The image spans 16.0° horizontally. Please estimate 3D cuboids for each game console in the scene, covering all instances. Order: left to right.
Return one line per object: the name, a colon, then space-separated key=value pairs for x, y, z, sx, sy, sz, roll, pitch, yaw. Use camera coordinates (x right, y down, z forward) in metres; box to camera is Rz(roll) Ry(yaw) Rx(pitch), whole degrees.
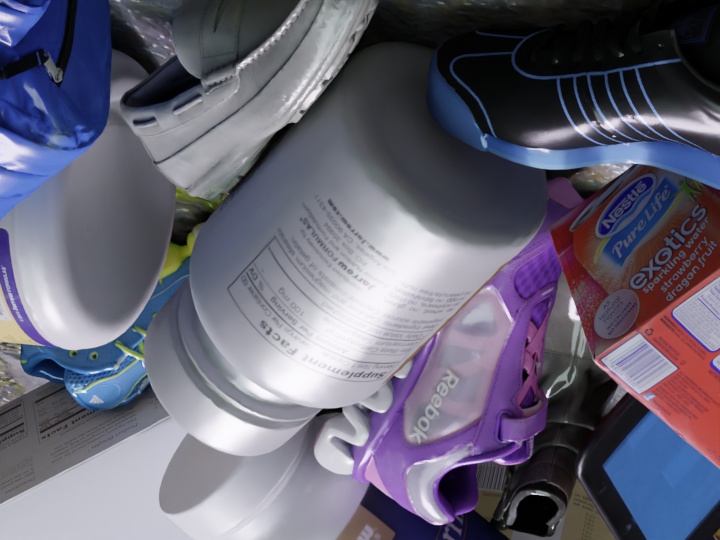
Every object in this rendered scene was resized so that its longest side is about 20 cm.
game console: x=0.223 y=0.094 z=1.341 sx=0.171 sy=0.119 sz=0.200 roll=5 pitch=156 yaw=22

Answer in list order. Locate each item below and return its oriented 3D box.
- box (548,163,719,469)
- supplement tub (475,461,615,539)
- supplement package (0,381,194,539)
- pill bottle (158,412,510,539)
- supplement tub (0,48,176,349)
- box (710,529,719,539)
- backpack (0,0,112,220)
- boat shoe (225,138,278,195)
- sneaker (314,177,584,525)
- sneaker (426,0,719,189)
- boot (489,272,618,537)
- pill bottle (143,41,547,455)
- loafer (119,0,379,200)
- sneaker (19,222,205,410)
box: x=0.189 y=0.032 z=1.172 sx=0.100 sy=0.096 sz=0.200 roll=-37 pitch=128 yaw=20
supplement tub: x=0.089 y=0.193 z=1.542 sx=0.144 sy=0.201 sz=0.145 roll=12 pitch=157 yaw=5
supplement package: x=-0.123 y=0.139 z=1.466 sx=0.199 sy=0.111 sz=0.156 roll=-27 pitch=117 yaw=2
pill bottle: x=-0.004 y=0.149 z=1.368 sx=0.200 sy=0.116 sz=0.116 roll=40 pitch=149 yaw=-20
supplement tub: x=-0.205 y=-0.041 z=1.243 sx=0.199 sy=0.146 sz=0.146 roll=5 pitch=156 yaw=21
box: x=0.332 y=0.187 z=1.596 sx=0.200 sy=0.038 sz=0.136 roll=30 pitch=153 yaw=-33
backpack: x=-0.192 y=-0.110 z=1.056 sx=0.200 sy=0.163 sz=0.167 roll=32 pitch=134 yaw=-33
boat shoe: x=0.000 y=0.000 z=1.299 sx=0.075 sy=0.074 sz=0.200 roll=5 pitch=158 yaw=47
sneaker: x=0.063 y=0.046 z=1.252 sx=0.088 sy=0.201 sz=0.080 roll=43 pitch=-151 yaw=18
sneaker: x=0.119 y=-0.084 z=1.072 sx=0.199 sy=0.070 sz=0.078 roll=12 pitch=135 yaw=21
boot: x=0.111 y=0.062 z=1.315 sx=0.067 sy=0.131 sz=0.200 roll=14 pitch=157 yaw=3
pill bottle: x=-0.014 y=-0.003 z=1.181 sx=0.114 sy=0.115 sz=0.200 roll=24 pitch=133 yaw=-23
loafer: x=-0.050 y=-0.095 z=1.123 sx=0.070 sy=0.070 sz=0.200 roll=36 pitch=143 yaw=-9
sneaker: x=-0.104 y=0.032 z=1.405 sx=0.199 sy=0.106 sz=0.076 roll=0 pitch=154 yaw=31
